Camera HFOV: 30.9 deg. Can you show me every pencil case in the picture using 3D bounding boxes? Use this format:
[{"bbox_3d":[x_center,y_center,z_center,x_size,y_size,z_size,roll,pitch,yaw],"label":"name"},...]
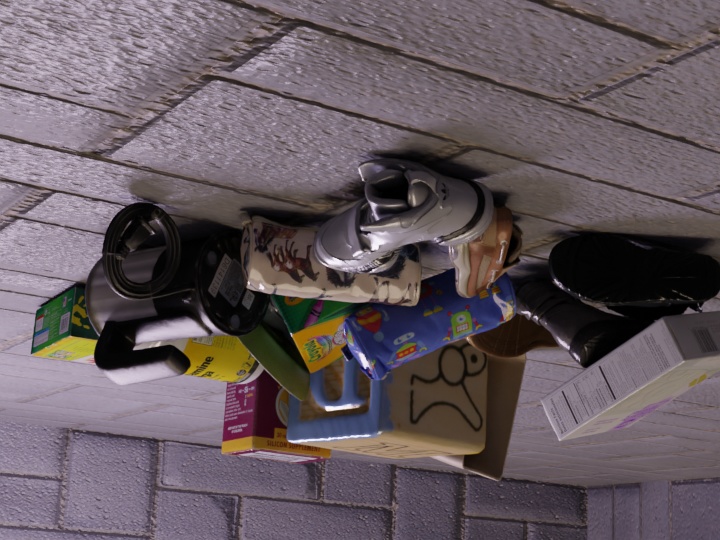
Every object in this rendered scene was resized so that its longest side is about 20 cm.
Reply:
[{"bbox_3d":[0.076,0.055,1.452,0.199,0.087,0.078,-24,-152,-11],"label":"pencil case"},{"bbox_3d":[-0.033,-0.014,1.374,0.199,0.090,0.078,5,-166,-8],"label":"pencil case"}]

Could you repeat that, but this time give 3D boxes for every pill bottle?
[{"bbox_3d":[-0.223,0.082,1.713,0.199,0.113,0.112,15,162,-40],"label":"pill bottle"}]

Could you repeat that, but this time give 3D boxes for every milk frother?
[{"bbox_3d":[-0.238,0.006,1.433,0.187,0.181,0.201,-9,119,38],"label":"milk frother"}]

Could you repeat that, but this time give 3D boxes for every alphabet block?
[{"bbox_3d":[0.039,0.148,1.770,0.199,0.196,0.196,16,162,-40],"label":"alphabet block"}]

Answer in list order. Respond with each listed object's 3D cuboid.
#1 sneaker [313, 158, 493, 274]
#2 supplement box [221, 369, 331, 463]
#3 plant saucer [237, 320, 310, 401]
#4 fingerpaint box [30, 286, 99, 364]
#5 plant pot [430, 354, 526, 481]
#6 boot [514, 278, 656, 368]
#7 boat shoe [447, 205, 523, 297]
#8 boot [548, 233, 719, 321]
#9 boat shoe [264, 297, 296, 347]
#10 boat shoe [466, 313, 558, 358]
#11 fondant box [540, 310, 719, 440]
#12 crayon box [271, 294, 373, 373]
[{"bbox_3d":[0.015,-0.054,1.217,0.199,0.076,0.115,-14,158,35],"label":"sneaker"},{"bbox_3d":[-0.113,0.165,1.843,0.130,0.201,0.103,11,163,-30],"label":"supplement box"},{"bbox_3d":[-0.123,0.076,1.615,0.031,0.200,0.200,-41,160,1],"label":"plant saucer"},{"bbox_3d":[-0.353,0.084,1.827,0.166,0.074,0.200,11,164,-26],"label":"fingerpaint box"},{"bbox_3d":[0.124,0.192,1.962,0.176,0.201,0.200,9,170,26],"label":"plant pot"},{"bbox_3d":[0.268,0.054,1.555,0.132,0.070,0.200,38,-163,33],"label":"boot"},{"bbox_3d":[0.131,-0.018,1.333,0.071,0.076,0.200,-2,167,8],"label":"boat shoe"},{"bbox_3d":[0.294,0.013,1.442,0.197,0.074,0.162,5,172,-2],"label":"boot"},{"bbox_3d":[-0.069,0.052,1.644,0.066,0.074,0.200,-21,165,13],"label":"boat shoe"},{"bbox_3d":[0.191,0.059,1.618,0.199,0.073,0.072,-4,-154,-39],"label":"boat shoe"},{"bbox_3d":[0.326,0.120,1.489,0.144,0.058,0.200,-3,152,-44],"label":"fondant box"},{"bbox_3d":[-0.029,0.049,1.518,0.118,0.058,0.200,-27,163,-4],"label":"crayon box"}]
